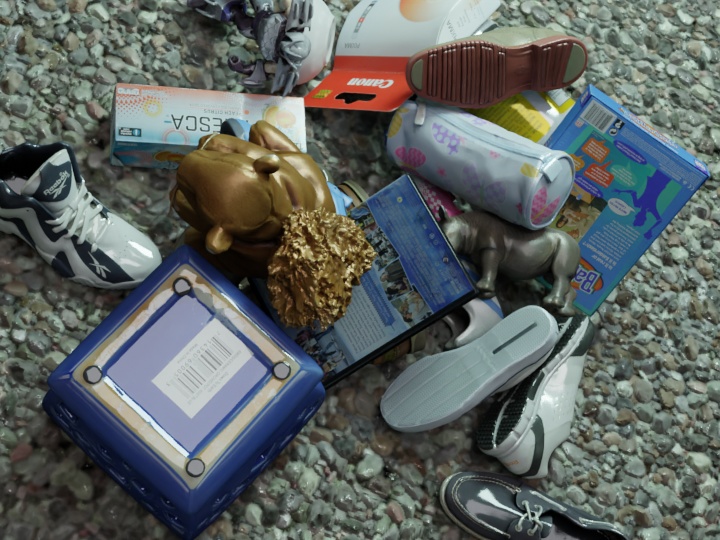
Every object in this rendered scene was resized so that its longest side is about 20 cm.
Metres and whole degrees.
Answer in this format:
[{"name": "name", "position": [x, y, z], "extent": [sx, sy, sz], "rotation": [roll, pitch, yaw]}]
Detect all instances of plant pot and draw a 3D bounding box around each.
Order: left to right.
[{"name": "plant pot", "position": [-0.155, 0.106, 1.074], "extent": [0.200, 0.180, 0.200], "rotation": [43, 72, 4]}]

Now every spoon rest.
[{"name": "spoon rest", "position": [-0.052, -0.290, 1.324], "extent": [0.061, 0.099, 0.200], "rotation": [12, 51, 5]}]

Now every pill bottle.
[{"name": "pill bottle", "position": [0.171, -0.172, 1.325], "extent": [0.200, 0.114, 0.114], "rotation": [46, 65, 4]}]

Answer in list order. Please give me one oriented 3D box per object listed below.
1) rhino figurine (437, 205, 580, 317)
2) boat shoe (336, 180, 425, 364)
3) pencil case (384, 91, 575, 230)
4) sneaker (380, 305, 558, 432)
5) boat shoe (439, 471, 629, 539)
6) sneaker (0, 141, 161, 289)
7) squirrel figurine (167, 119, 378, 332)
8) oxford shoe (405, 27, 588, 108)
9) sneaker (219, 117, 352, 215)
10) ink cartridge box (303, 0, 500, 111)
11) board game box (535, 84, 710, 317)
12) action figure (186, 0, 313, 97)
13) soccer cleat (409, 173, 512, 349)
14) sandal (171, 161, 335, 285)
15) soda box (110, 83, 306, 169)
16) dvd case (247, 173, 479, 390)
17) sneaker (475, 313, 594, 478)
[{"name": "rhino figurine", "position": [0.135, -0.016, 1.215], "extent": [0.200, 0.060, 0.088], "rotation": [13, 77, -10]}, {"name": "boat shoe", "position": [0.000, 0.000, 1.231], "extent": [0.068, 0.072, 0.200], "rotation": [-18, 71, -15]}, {"name": "pencil case", "position": [0.121, -0.116, 1.219], "extent": [0.200, 0.091, 0.083], "rotation": [31, 48, 31]}, {"name": "sneaker", "position": [0.117, 0.111, 1.218], "extent": [0.200, 0.071, 0.073], "rotation": [-28, 60, 3]}, {"name": "boat shoe", "position": [0.178, 0.248, 1.196], "extent": [0.200, 0.063, 0.073], "rotation": [24, 65, -7]}, {"name": "sneaker", "position": [-0.278, -0.058, 1.139], "extent": [0.199, 0.130, 0.080], "rotation": [34, 65, -2]}, {"name": "squirrel figurine", "position": [-0.074, -0.044, 1.036], "extent": [0.200, 0.187, 0.142], "rotation": [39, 88, 7]}, {"name": "oxford shoe", "position": [0.132, -0.215, 1.237], "extent": [0.200, 0.071, 0.075], "rotation": [-6, 30, -20]}, {"name": "sneaker", "position": [-0.063, -0.074, 1.177], "extent": [0.078, 0.066, 0.200], "rotation": [-32, 80, -26]}, {"name": "ink cartridge box", "position": [0.032, -0.251, 1.293], "extent": [0.200, 0.162, 0.050], "rotation": [-45, 126, -27]}, {"name": "board game box", "position": [0.242, -0.071, 1.256], "extent": [0.152, 0.200, 0.045], "rotation": [34, 23, -6]}, {"name": "action figure", "position": [-0.107, -0.262, 1.249], "extent": [0.069, 0.130, 0.200], "rotation": [7, 28, -38]}, {"name": "soccer cleat", "position": [0.082, -0.009, 1.260], "extent": [0.086, 0.070, 0.200], "rotation": [-25, 79, -24]}, {"name": "sandal", "position": [-0.111, -0.048, 1.214], "extent": [0.200, 0.055, 0.082], "rotation": [-33, 77, -9]}, {"name": "soda box", "position": [-0.159, -0.145, 1.244], "extent": [0.200, 0.064, 0.068], "rotation": [2, 70, -15]}, {"name": "dvd case", "position": [0.000, 0.016, 1.189], "extent": [0.200, 0.018, 0.143], "rotation": [-32, 76, 11]}, {"name": "sneaker", "position": [0.194, 0.131, 1.252], "extent": [0.080, 0.074, 0.200], "rotation": [47, 62, -21]}]
